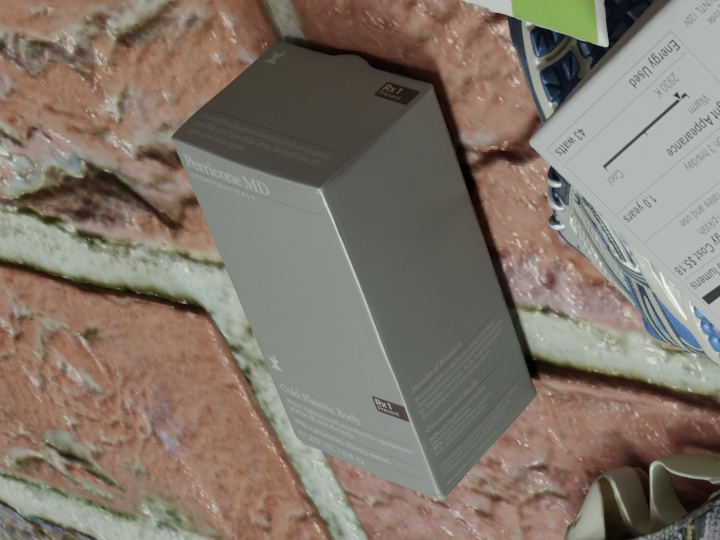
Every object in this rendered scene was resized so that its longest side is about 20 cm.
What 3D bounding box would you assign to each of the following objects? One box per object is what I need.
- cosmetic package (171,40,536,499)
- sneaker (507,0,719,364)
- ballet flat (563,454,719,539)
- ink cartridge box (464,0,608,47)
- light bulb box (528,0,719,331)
[{"bbox_3d":[0.000,0.000,1.111,0.106,0.090,0.201,18,144,42],"label":"cosmetic package"},{"bbox_3d":[0.103,-0.039,0.948,0.085,0.077,0.201,3,130,55],"label":"sneaker"},{"bbox_3d":[0.144,0.124,1.122,0.072,0.072,0.200,51,150,-11],"label":"ballet flat"},{"bbox_3d":[0.021,-0.184,0.867,0.199,0.076,0.148,24,144,30],"label":"ink cartridge box"},{"bbox_3d":[0.196,-0.047,0.769,0.200,0.125,0.198,44,150,-1],"label":"light bulb box"}]
